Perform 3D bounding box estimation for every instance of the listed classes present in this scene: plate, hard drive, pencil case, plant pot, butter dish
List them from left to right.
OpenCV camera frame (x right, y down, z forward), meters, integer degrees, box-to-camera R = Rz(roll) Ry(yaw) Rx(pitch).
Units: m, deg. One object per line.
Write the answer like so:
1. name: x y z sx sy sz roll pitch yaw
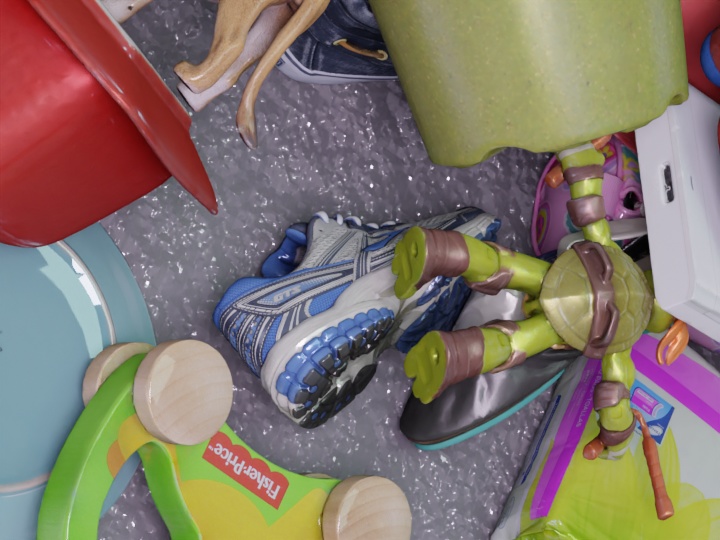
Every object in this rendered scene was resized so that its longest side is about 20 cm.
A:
1. butter dish: -0.179 -0.082 1.053 0.148 0.199 0.200 -39 77 -2
2. plate: -0.178 0.038 1.098 0.199 0.026 0.202 9 72 -31
3. plant pot: 0.075 -0.154 1.123 0.200 0.200 0.185 -21 101 -35
4. pencil case: 0.189 -0.006 1.314 0.199 0.087 0.088 25 64 -27
5. hard drive: 0.211 -0.009 1.223 0.200 0.026 0.133 27 50 -44

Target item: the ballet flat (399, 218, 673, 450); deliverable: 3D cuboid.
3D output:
1. ballet flat: 0.100 0.019 1.227 0.199 0.068 0.069 -27 113 -10

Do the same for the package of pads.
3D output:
1. package of pads: 0.177 0.140 1.275 0.200 0.068 0.155 37 58 -18

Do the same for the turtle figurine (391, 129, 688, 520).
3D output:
1. turtle figurine: 0.100 0.026 1.143 0.160 0.064 0.202 -3 89 -27

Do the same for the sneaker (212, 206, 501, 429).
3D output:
1. sneaker: 0.000 0.000 1.193 0.085 0.077 0.200 37 35 17

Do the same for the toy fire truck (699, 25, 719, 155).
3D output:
1. toy fire truck: 0.240 -0.077 1.174 0.167 0.112 0.202 -14 98 -39

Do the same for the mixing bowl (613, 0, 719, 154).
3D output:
1. mixing bowl: 0.168 -0.161 1.279 0.200 0.108 0.201 37 30 -26

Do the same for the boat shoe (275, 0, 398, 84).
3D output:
1. boat shoe: 0.051 -0.139 1.258 0.199 0.091 0.071 -11 82 -35

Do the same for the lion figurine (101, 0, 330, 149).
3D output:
1. lion figurine: -0.059 -0.147 1.102 0.122 0.073 0.200 -38 55 -4

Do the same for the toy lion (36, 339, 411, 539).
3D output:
1. toy lion: -0.073 0.158 1.104 0.200 0.068 0.193 39 65 -30
